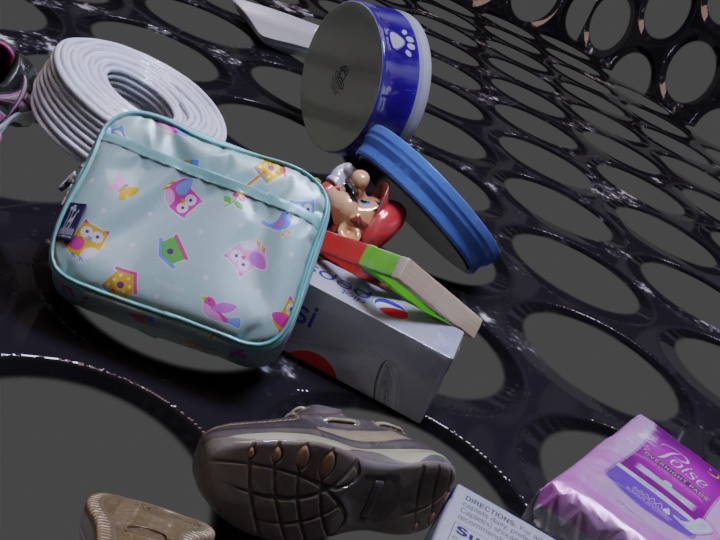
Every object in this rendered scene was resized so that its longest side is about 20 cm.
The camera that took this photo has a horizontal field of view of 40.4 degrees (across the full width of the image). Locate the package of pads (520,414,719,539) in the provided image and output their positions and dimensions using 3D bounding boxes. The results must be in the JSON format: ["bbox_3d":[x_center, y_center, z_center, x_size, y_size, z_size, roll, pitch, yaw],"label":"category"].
[{"bbox_3d":[0.210,0.190,0.736,0.120,0.076,0.199,39,27,24],"label":"package of pads"}]

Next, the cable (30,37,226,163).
[{"bbox_3d":[-0.232,-0.158,0.997,0.199,0.069,0.200,32,25,-13],"label":"cable"}]

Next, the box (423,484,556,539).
[{"bbox_3d":[0.084,0.233,0.481,0.183,0.106,0.200,29,24,9],"label":"box"}]

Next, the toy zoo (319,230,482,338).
[{"bbox_3d":[0.000,0.000,0.876,0.199,0.021,0.131,20,-12,41],"label":"toy zoo"}]

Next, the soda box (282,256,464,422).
[{"bbox_3d":[-0.018,0.044,0.822,0.199,0.069,0.063,28,21,5],"label":"soda box"}]

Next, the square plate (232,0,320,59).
[{"bbox_3d":[-0.121,-0.418,1.744,0.198,0.029,0.198,10,28,-31],"label":"square plate"}]

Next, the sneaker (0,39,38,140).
[{"bbox_3d":[-0.350,-0.186,0.952,0.080,0.087,0.200,20,23,-16],"label":"sneaker"}]

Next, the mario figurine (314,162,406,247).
[{"bbox_3d":[-0.046,-0.085,1.012,0.198,0.106,0.125,13,59,-9],"label":"mario figurine"}]

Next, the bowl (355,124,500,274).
[{"bbox_3d":[0.071,-0.074,1.084,0.201,0.039,0.201,46,-2,2],"label":"bowl"}]

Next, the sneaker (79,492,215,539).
[{"bbox_3d":[-0.115,0.176,0.467,0.069,0.110,0.200,18,-6,-10],"label":"sneaker"}]

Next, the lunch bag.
[{"bbox_3d":[-0.130,-0.029,0.746,0.198,0.162,0.077,21,-19,-4],"label":"lunch bag"}]

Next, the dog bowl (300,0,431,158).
[{"bbox_3d":[0.003,-0.249,1.295,0.078,0.201,0.200,4,31,-35],"label":"dog bowl"}]

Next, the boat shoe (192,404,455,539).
[{"bbox_3d":[-0.028,0.130,0.645,0.199,0.075,0.073,18,12,-38],"label":"boat shoe"}]
